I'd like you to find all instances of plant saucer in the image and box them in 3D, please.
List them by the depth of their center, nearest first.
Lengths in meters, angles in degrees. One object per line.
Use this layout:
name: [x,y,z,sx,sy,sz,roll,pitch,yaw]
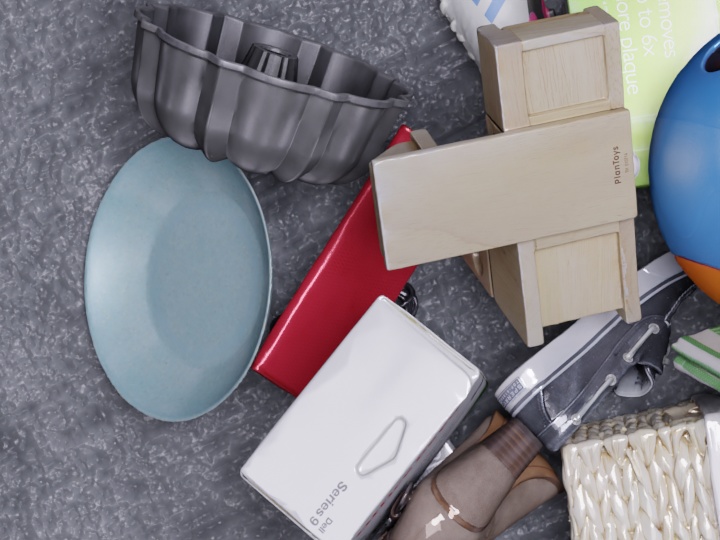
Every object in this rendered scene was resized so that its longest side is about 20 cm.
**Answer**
plant saucer: [-0.121,0.006,1.272,0.200,0.039,0.203,-4,85,43]

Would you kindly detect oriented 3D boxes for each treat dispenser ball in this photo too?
treat dispenser ball: [0.277,-0.063,1.099,0.199,0.201,0.203,0,91,6]

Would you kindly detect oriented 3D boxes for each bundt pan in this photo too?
bundt pan: [-0.069,-0.116,1.224,0.200,0.202,0.076,20,104,5]

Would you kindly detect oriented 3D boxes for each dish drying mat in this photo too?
dish drying mat: [0.000,0.000,1.254,0.077,0.018,0.201,38,82,-40]

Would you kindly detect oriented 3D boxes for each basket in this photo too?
basket: [0.211,0.193,1.229,0.122,0.136,0.202,-7,91,10]

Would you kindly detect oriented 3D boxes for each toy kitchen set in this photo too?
toy kitchen set: [0.071,-0.072,1.163,0.162,0.181,0.202,-12,115,-9]

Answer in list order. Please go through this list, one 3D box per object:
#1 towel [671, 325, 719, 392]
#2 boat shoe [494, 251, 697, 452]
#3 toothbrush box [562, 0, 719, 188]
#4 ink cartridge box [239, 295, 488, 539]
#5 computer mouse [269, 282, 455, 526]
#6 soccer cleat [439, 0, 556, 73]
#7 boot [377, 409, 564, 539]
towel: [0.315,0.051,1.110,0.199,0.152,0.024,-15,114,-24]
boat shoe: [0.179,0.054,1.219,0.200,0.072,0.068,-34,77,-36]
toothbrush box: [0.247,-0.137,1.242,0.198,0.086,0.147,-7,91,4]
ink cartridge box: [0.009,0.102,1.170,0.084,0.200,0.146,38,88,8]
computer mouse: [0.019,0.107,1.292,0.109,0.044,0.201,-23,83,1]
soccer cleat: [0.095,-0.179,1.272,0.086,0.070,0.202,-7,88,22]
boot: [0.062,0.165,1.191,0.146,0.200,0.070,-44,73,-3]
